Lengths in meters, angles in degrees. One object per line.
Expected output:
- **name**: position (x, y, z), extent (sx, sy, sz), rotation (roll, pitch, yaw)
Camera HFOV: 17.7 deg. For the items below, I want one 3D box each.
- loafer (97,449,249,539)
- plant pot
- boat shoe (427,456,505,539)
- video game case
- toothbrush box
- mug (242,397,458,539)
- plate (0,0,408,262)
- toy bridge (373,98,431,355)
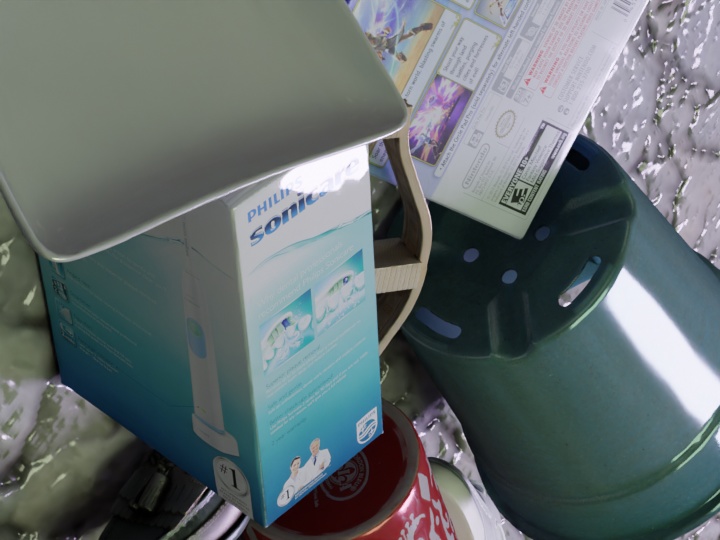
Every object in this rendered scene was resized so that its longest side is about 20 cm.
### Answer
- **loafer**: position (-0.077, 0.092, 1.215), extent (0.200, 0.072, 0.063), rotation (-42, 126, -35)
- **plant pot**: position (0.117, 0.030, 1.314), extent (0.200, 0.200, 0.196), rotation (-52, 139, -10)
- **boat shoe**: position (0.062, 0.170, 1.465), extent (0.069, 0.072, 0.200), rotation (-64, 148, -33)
- **video game case**: position (0.057, -0.135, 1.169), extent (0.181, 0.045, 0.200), rotation (21, 99, -42)
- **toothbrush box**: position (-0.072, -0.006, 1.048), extent (0.085, 0.146, 0.200), rotation (-38, 142, -30)
- **mug**: position (0.014, 0.181, 1.310), extent (0.133, 0.177, 0.200), rotation (-36, 139, -19)
- **plate**: position (-0.100, -0.110, 0.912), extent (0.200, 0.200, 0.032), rotation (-24, 170, -42)
- **toy bridge**: position (0.000, 0.000, 1.160), extent (0.067, 0.027, 0.201), rotation (-8, 126, -30)
